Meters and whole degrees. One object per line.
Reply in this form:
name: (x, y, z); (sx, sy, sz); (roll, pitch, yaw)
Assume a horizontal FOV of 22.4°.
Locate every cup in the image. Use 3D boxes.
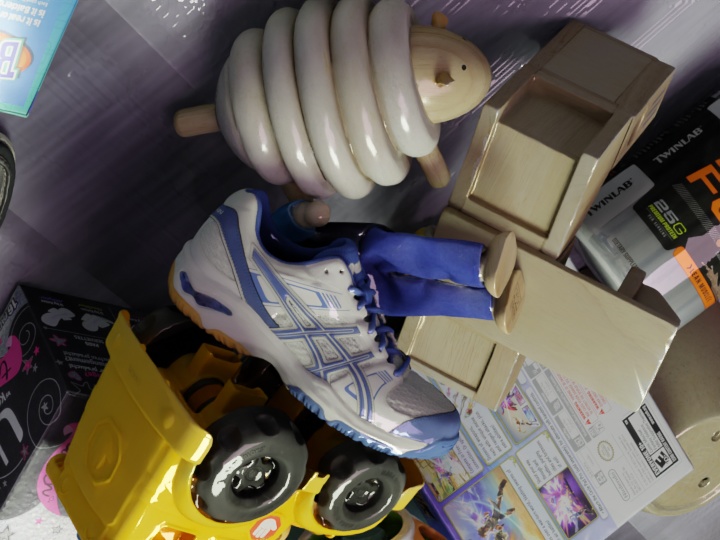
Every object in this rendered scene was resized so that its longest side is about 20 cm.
cup: (0.225, 0.107, 1.420); (0.199, 0.143, 0.201); (-17, 134, -18)

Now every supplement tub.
supplement tub: (0.256, -0.053, 1.319); (0.200, 0.123, 0.123); (-37, 136, 1)

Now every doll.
doll: (0.000, 0.000, 1.136); (0.137, 0.199, 0.049); (71, 34, -51)

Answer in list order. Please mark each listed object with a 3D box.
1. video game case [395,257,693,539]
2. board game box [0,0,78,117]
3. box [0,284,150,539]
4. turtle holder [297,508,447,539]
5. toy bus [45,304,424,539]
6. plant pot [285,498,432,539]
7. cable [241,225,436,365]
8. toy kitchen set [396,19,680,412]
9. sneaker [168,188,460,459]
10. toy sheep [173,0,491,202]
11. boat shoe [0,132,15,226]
video game case: (0.111, 0.108, 1.279); (0.181, 0.045, 0.201); (-34, 100, -16)
board game box: (-0.214, -0.189, 0.972); (0.151, 0.045, 0.201); (10, 120, -37)
box: (-0.200, 0.130, 1.201); (0.132, 0.115, 0.201); (14, 118, -39)
turtle holder: (-0.007, 0.229, 1.183); (0.185, 0.141, 0.132); (-5, 111, 26)
toy bus: (-0.089, 0.141, 1.106); (0.199, 0.136, 0.193); (18, 110, -41)
plant pot: (-0.026, 0.200, 1.333); (0.200, 0.161, 0.201); (-16, 133, -18)
cable: (0.001, 0.029, 1.308); (0.199, 0.051, 0.097); (-27, 154, 9)
toy kitchen set: (0.151, -0.020, 1.200); (0.180, 0.163, 0.201); (-45, 159, -54)
sneaker: (-0.014, 0.031, 1.069); (0.200, 0.075, 0.088); (35, 103, -3)
toy sheep: (-0.018, -0.103, 1.109); (0.199, 0.138, 0.138); (-14, 137, 11)
boat shoe: (-0.264, 0.007, 1.092); (0.200, 0.066, 0.074); (-48, 134, 13)
